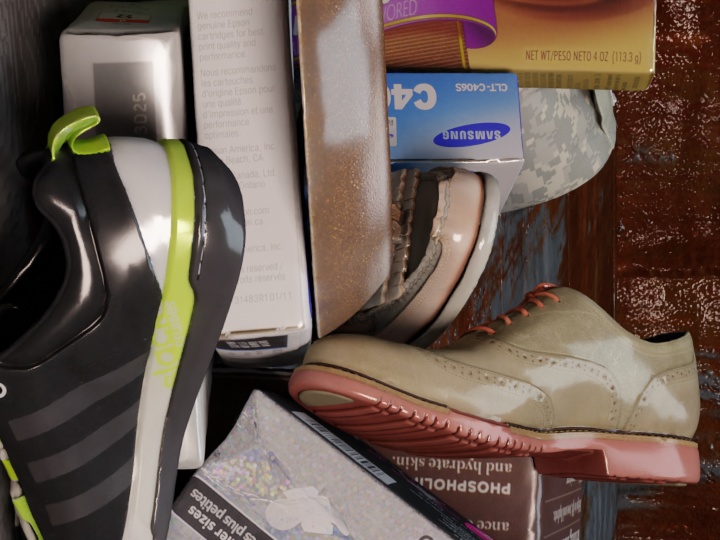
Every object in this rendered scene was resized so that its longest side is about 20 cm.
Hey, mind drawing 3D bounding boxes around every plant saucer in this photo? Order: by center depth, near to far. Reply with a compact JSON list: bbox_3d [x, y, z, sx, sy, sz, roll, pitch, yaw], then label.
[{"bbox_3d":[-0.007,-0.077,0.767,0.200,0.032,0.202,-3,90,-90],"label":"plant saucer"}]

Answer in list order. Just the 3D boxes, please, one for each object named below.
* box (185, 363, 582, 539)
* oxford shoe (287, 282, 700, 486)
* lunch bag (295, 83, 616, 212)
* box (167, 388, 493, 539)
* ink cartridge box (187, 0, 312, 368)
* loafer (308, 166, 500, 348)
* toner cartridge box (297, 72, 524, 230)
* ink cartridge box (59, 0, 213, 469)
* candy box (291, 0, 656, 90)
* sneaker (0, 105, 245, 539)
[{"bbox_3d":[0.014,0.148,0.973,0.166,0.163,0.202,14,78,-77],"label":"box"},{"bbox_3d":[0.057,0.040,0.837,0.199,0.070,0.075,13,79,-37],"label":"oxford shoe"},{"bbox_3d":[0.042,-0.118,1.061,0.200,0.166,0.140,73,22,-56],"label":"lunch bag"},{"bbox_3d":[0.012,0.151,0.809,0.115,0.199,0.132,-54,173,0],"label":"box"},{"bbox_3d":[-0.043,-0.068,0.806,0.198,0.047,0.202,95,-9,-84],"label":"ink cartridge box"},{"bbox_3d":[0.000,0.000,0.899,0.200,0.062,0.072,140,-35,-68],"label":"loafer"},{"bbox_3d":[0.013,-0.033,0.974,0.200,0.094,0.044,106,-19,-70],"label":"toner cartridge box"},{"bbox_3d":[-0.086,-0.027,0.824,0.200,0.050,0.164,-113,-159,-76],"label":"ink cartridge box"},{"bbox_3d":[0.033,-0.143,0.931,0.056,0.198,0.118,32,60,-85],"label":"candy box"},{"bbox_3d":[-0.101,0.040,0.685,0.072,0.082,0.201,-128,-129,-60],"label":"sneaker"}]
